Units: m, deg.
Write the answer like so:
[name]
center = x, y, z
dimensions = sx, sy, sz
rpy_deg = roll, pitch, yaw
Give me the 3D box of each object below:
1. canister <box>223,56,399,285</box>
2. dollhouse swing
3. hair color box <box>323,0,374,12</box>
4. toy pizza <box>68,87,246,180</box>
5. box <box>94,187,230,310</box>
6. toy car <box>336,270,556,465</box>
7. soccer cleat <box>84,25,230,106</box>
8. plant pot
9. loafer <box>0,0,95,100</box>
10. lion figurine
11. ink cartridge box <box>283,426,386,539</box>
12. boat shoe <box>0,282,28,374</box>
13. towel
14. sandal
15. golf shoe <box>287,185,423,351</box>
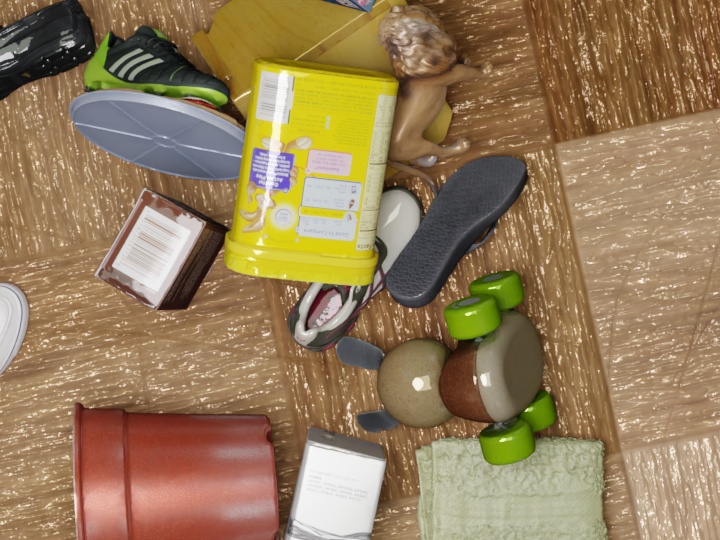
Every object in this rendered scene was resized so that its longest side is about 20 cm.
[canister]
center = -0.045, -0.096, 1.434
dimensions = 0.148, 0.087, 0.200
rpy_deg = 6, 103, -13
[dollhouse swing]
center = -0.031, -0.205, 1.574
dimensions = 0.200, 0.176, 0.182
rpy_deg = -35, 48, 1
[hair color box]
center = -0.059, -0.334, 1.511
dimensions = 0.200, 0.060, 0.100
rpy_deg = 22, 88, 37
[toy pizza]
center = -0.193, -0.142, 1.499
dimensions = 0.200, 0.200, 0.032
rpy_deg = 13, 73, 1
[box]
center = -0.193, -0.019, 1.492
dimensions = 0.075, 0.200, 0.100
rpy_deg = 30, 89, 4
[toy car]
center = 0.078, 0.108, 1.535
dimensions = 0.200, 0.158, 0.165
rpy_deg = -11, 102, 25
[soccer cleat]
center = -0.206, -0.207, 1.522
dimensions = 0.200, 0.067, 0.081
rpy_deg = 13, 80, 39
[plant pot]
center = -0.183, 0.226, 1.502
dimensions = 0.195, 0.201, 0.201
rpy_deg = -3, 89, -7
[loafer]
center = -0.376, -0.226, 1.569
dimensions = 0.200, 0.068, 0.070
rpy_deg = -21, 69, 4
[lion figurine]
center = 0.057, -0.166, 1.493
dimensions = 0.122, 0.072, 0.200
rpy_deg = -4, 115, -37
[ink cartridge box]
center = -0.034, 0.270, 1.512
dimensions = 0.084, 0.144, 0.200
rpy_deg = 11, 90, -1
[boat shoe]
center = -0.416, 0.103, 1.561
dimensions = 0.074, 0.065, 0.200
rpy_deg = 30, 90, 2
[towel]
center = 0.159, 0.245, 1.563
dimensions = 0.200, 0.036, 0.149
rpy_deg = -3, 88, 2
[sandal]
center = 0.099, -0.041, 1.554
dimensions = 0.076, 0.043, 0.200
rpy_deg = 32, 74, 37
[golf shoe]
center = 0.000, 0.000, 1.545
dimensions = 0.077, 0.088, 0.200
rpy_deg = 34, 89, 3
